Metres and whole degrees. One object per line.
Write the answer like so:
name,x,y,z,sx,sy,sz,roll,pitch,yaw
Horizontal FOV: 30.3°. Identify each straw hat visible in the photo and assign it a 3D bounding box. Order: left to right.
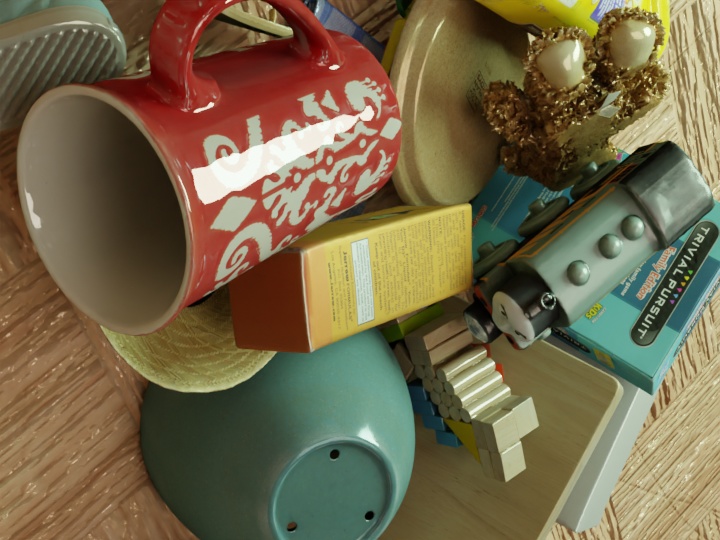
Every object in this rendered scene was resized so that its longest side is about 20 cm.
straw hat,-0.124,-0.027,0.850,0.199,0.084,0.205,-1,91,-46

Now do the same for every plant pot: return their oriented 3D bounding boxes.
plant pot,-0.041,0.127,0.916,0.197,0.135,0.203,-8,111,-20

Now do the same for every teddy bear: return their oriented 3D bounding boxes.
teddy bear,0.154,-0.130,0.963,0.144,0.067,0.200,-29,160,7

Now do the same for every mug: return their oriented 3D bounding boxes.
mug,-0.062,-0.071,0.737,0.199,0.177,0.134,-28,83,-47

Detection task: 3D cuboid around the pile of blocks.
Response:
pile of blocks,0.063,0.069,1.003,0.062,0.201,0.082,-24,161,-36

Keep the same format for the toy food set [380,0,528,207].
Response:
toy food set,0.068,-0.138,0.991,0.199,0.048,0.201,25,82,-59

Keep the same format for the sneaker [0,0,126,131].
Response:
sneaker,-0.231,-0.113,0.733,0.197,0.082,0.075,-11,127,-15

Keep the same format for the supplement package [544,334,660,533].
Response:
supplement package,0.189,0.107,1.142,0.202,0.110,0.156,-66,161,0

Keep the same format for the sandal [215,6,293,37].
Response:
sandal,-0.097,-0.192,0.814,0.209,0.077,0.071,8,100,-38

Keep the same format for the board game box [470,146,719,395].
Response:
board game box,0.185,-0.019,1.059,0.152,0.199,0.047,-55,160,-10

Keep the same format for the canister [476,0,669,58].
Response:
canister,0.148,-0.236,0.966,0.199,0.085,0.151,13,73,-56

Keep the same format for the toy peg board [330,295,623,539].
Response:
toy peg board,0.082,0.142,1.051,0.201,0.198,0.098,-60,153,-6

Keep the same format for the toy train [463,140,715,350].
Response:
toy train,0.162,-0.018,0.959,0.199,0.114,0.086,-37,96,-14

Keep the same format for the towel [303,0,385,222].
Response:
towel,-0.035,-0.080,0.954,0.146,0.024,0.202,30,85,-46

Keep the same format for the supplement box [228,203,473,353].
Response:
supplement box,0.000,0.000,0.873,0.199,0.066,0.070,-20,107,-52
